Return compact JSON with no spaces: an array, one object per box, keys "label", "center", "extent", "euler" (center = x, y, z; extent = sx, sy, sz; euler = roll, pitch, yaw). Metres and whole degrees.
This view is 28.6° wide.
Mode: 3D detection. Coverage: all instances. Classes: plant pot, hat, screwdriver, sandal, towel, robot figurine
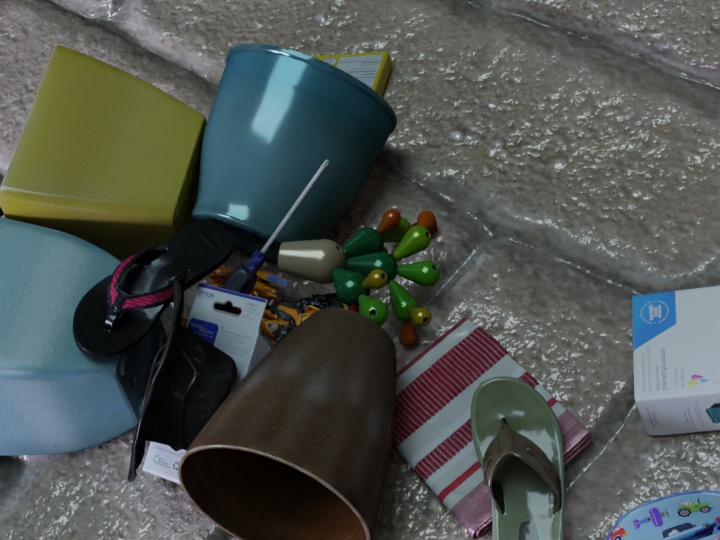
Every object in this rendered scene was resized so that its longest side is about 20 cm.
[{"label":"plant pot","center":[-0.085,-0.113,1.525],"extent":[0.200,0.200,0.188],"euler":[13,75,32]},{"label":"hat","center":[-0.162,0.111,1.344],"extent":[0.081,0.201,0.201],"euler":[14,55,-5]},{"label":"screwdriver","center":[-0.092,-0.031,1.431],"extent":[0.028,0.029,0.200],"euler":[39,106,14]},{"label":"sandal","center":[-0.210,0.008,1.410],"extent":[0.075,0.045,0.200],"euler":[41,64,15]},{"label":"sandal","center":[0.143,0.185,1.234],"extent":[0.080,0.057,0.201],"euler":[-11,65,8]},{"label":"towel","center":[0.107,0.144,1.336],"extent":[0.144,0.023,0.200],"euler":[-39,47,-6]},{"label":"plant pot","center":[-0.267,-0.099,1.564],"extent":[0.176,0.200,0.200],"euler":[12,63,4]},{"label":"plant pot","center":[-0.318,0.077,1.482],"extent":[0.200,0.196,0.196],"euler":[5,55,10]},{"label":"robot figurine","center":[-0.096,0.066,1.465],"extent":[0.200,0.058,0.145],"euler":[18,66,35]},{"label":"plant pot","center":[-0.044,0.140,1.314],"extent":[0.187,0.187,0.200],"euler":[4,49,27]}]

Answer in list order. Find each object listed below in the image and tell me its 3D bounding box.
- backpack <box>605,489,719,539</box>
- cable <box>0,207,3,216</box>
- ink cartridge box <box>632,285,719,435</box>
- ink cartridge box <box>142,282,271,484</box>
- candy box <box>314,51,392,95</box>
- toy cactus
[{"label":"backpack","center":[0.269,0.255,1.100],"extent":[0.182,0.135,0.200],"euler":[-19,46,9]},{"label":"cable","center":[-0.400,-0.033,1.699],"extent":[0.163,0.051,0.200],"euler":[-43,53,-5]},{"label":"ink cartridge box","center":[0.346,0.074,1.248],"extent":[0.200,0.067,0.116],"euler":[-8,52,19]},{"label":"ink cartridge box","center":[-0.149,0.119,1.415],"extent":[0.095,0.037,0.200],"euler":[12,85,35]},{"label":"candy box","center":[-0.066,-0.214,1.693],"extent":[0.200,0.026,0.102],"euler":[1,57,26]},{"label":"toy cactus","center":[0.000,0.000,1.438],"extent":[0.165,0.102,0.200],"euler":[7,42,8]}]
